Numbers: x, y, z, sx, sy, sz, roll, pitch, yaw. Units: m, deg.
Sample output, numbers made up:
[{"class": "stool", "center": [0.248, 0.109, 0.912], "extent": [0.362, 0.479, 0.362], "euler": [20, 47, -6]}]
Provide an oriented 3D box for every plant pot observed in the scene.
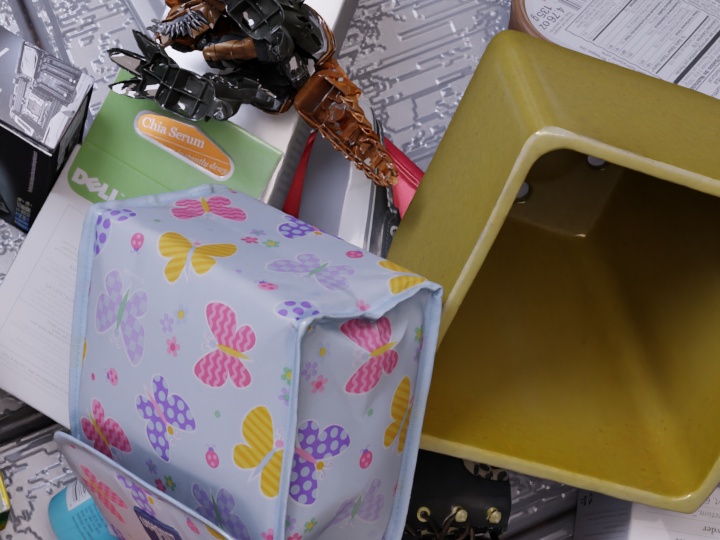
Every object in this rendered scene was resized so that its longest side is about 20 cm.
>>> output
[{"class": "plant pot", "center": [0.120, -0.021, 1.106], "extent": [0.193, 0.200, 0.196], "euler": [16, 120, -19]}]

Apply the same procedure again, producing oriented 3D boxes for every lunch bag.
[{"class": "lunch bag", "center": [-0.063, 0.079, 1.027], "extent": [0.127, 0.169, 0.201], "euler": [-15, 122, -44]}]

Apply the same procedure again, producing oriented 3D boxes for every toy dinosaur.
[{"class": "toy dinosaur", "center": [-0.051, -0.124, 1.081], "extent": [0.199, 0.136, 0.103], "euler": [24, 99, 22]}]

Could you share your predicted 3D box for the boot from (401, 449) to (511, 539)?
[{"class": "boot", "center": [0.016, 0.154, 1.151], "extent": [0.153, 0.074, 0.204], "euler": [2, 41, -13]}]

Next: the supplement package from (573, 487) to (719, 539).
[{"class": "supplement package", "center": [0.186, 0.230, 1.181], "extent": [0.120, 0.120, 0.202], "euler": [10, 79, -9]}]

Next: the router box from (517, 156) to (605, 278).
[{"class": "router box", "center": [0.191, -0.028, 1.263], "extent": [0.199, 0.049, 0.181], "euler": [-17, 84, -12]}]

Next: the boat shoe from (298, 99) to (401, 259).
[{"class": "boat shoe", "center": [0.000, 0.000, 1.186], "extent": [0.056, 0.069, 0.202], "euler": [9, 75, -26]}]

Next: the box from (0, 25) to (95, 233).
[{"class": "box", "center": [-0.230, -0.096, 1.123], "extent": [0.157, 0.200, 0.050], "euler": [29, 74, -4]}]

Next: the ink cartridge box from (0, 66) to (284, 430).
[{"class": "ink cartridge box", "center": [-0.129, -0.010, 1.133], "extent": [0.103, 0.059, 0.201], "euler": [30, 104, 1]}]

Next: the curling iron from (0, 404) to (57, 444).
[{"class": "curling iron", "center": [-0.128, 0.069, 1.201], "extent": [0.199, 0.026, 0.050], "euler": [-15, 80, -12]}]

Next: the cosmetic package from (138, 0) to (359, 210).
[{"class": "cosmetic package", "center": [-0.073, -0.112, 1.193], "extent": [0.101, 0.071, 0.201], "euler": [20, 89, 4]}]

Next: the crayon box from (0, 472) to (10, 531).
[{"class": "crayon box", "center": [-0.249, 0.051, 1.108], "extent": [0.058, 0.173, 0.201], "euler": [-18, 84, -15]}]

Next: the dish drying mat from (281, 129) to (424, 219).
[{"class": "dish drying mat", "center": [0.036, -0.009, 1.218], "extent": [0.200, 0.018, 0.077], "euler": [43, 87, 9]}]

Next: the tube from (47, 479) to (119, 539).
[{"class": "tube", "center": [-0.086, 0.098, 1.147], "extent": [0.199, 0.050, 0.078], "euler": [-34, 54, 15]}]

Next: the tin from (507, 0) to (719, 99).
[{"class": "tin", "center": [0.180, -0.134, 1.241], "extent": [0.199, 0.042, 0.112], "euler": [31, 63, 23]}]

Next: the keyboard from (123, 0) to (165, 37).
[{"class": "keyboard", "center": [-0.086, -0.119, 1.252], "extent": [0.056, 0.011, 0.201], "euler": [-29, 87, -19]}]
